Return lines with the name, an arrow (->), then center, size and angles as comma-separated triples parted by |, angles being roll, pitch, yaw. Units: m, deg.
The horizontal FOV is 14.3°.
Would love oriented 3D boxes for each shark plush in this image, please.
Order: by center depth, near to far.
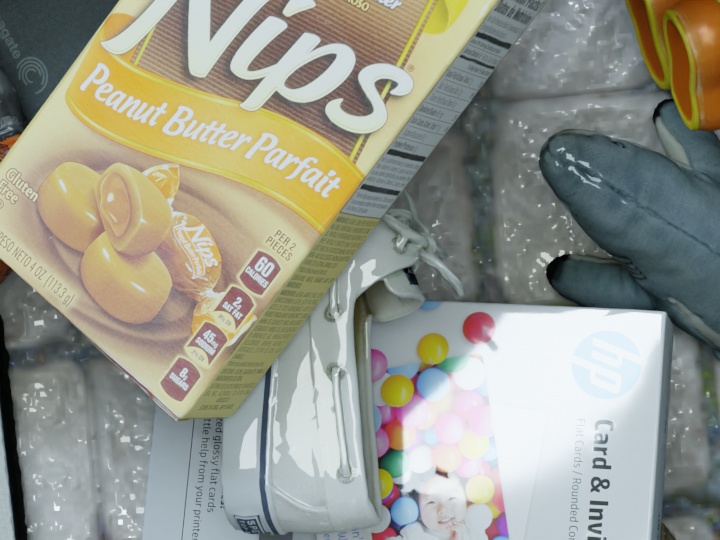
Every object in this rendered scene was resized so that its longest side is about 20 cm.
shark plush -> 0.150, 0.016, 1.115 | 0.091, 0.083, 0.200 | -43, 85, -1

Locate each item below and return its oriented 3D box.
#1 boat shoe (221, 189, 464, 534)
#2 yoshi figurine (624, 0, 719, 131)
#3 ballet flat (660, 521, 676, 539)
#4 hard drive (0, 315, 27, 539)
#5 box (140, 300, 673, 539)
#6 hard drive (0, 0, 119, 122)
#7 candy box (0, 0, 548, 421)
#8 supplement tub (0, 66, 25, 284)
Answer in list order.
boat shoe -> -0.001, 0.000, 1.080 | 0.086, 0.075, 0.202 | 2, 79, 13
yoshi figurine -> 0.207, -0.130, 1.114 | 0.200, 0.112, 0.113 | -17, 76, -5
ballet flat -> 0.118, 0.153, 1.124 | 0.067, 0.046, 0.200 | -36, 84, -1
hard drive -> -0.236, 0.097, 1.152 | 0.200, 0.033, 0.140 | -7, 85, 2
box -> 0.017, 0.090, 1.113 | 0.200, 0.041, 0.156 | 3, 77, 10
hard drive -> -0.080, -0.160, 1.115 | 0.200, 0.033, 0.140 | -31, 84, 29
candy box -> -0.039, -0.058, 1.029 | 0.115, 0.055, 0.200 | 40, 101, 15
supplement tub -> -0.219, -0.068, 1.114 | 0.200, 0.123, 0.123 | 41, 88, 8
